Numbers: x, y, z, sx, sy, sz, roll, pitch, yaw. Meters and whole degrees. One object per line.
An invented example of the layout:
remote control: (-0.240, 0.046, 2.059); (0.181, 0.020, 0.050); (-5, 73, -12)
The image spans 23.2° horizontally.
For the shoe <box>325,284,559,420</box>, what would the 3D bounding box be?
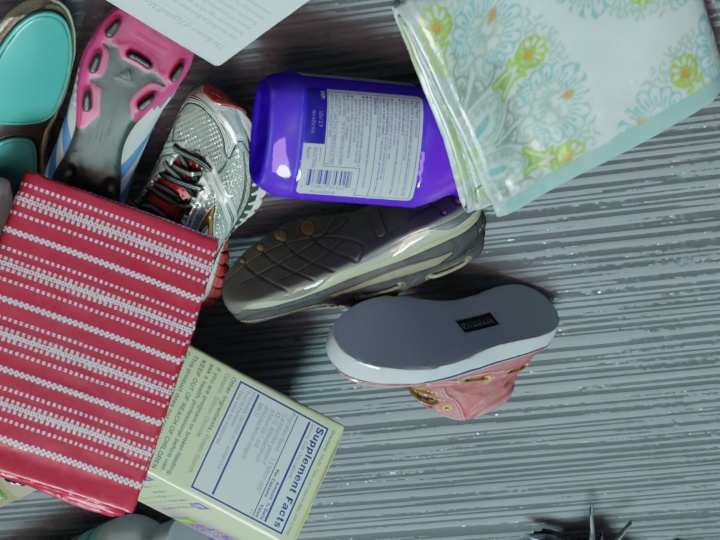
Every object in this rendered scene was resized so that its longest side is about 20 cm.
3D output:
shoe: (0.050, 0.069, 1.260); (0.199, 0.072, 0.091); (-9, 140, -37)

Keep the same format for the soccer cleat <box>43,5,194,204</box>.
soccer cleat: (-0.172, -0.114, 1.206); (0.069, 0.086, 0.201); (23, 102, -17)

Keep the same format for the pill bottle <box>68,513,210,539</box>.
pill bottle: (-0.215, 0.272, 1.457); (0.199, 0.111, 0.111); (-27, 119, 22)

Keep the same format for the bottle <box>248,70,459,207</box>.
bottle: (0.026, -0.085, 1.179); (0.198, 0.065, 0.084); (3, 102, -16)

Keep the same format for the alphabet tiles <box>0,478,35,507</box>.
alphabet tiles: (-0.349, 0.122, 1.401); (0.166, 0.008, 0.201); (-25, 119, 23)

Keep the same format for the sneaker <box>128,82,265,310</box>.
sneaker: (-0.123, -0.038, 1.224); (0.078, 0.082, 0.201); (36, 128, 24)

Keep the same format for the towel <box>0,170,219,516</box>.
towel: (-0.190, 0.051, 1.170); (0.143, 0.022, 0.202); (19, 85, -14)

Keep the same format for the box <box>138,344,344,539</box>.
box: (-0.140, 0.118, 1.293); (0.199, 0.097, 0.176); (30, 163, -13)

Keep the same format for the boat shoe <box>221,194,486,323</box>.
boat shoe: (0.000, 0.000, 1.246); (0.198, 0.075, 0.074); (-20, 130, 7)

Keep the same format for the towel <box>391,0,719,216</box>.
towel: (0.129, -0.145, 1.116); (0.199, 0.048, 0.172); (-29, 124, -7)

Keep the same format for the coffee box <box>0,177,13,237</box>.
coffee box: (-0.348, -0.024, 1.214); (0.198, 0.114, 0.080); (16, 130, 26)

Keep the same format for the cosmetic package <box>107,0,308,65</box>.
cosmetic package: (-0.085, -0.250, 1.014); (0.199, 0.124, 0.199); (-31, 146, 24)

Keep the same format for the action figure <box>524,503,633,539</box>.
action figure: (0.172, 0.289, 1.432); (0.118, 0.102, 0.201); (15, 129, -1)

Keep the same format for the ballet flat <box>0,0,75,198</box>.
ballet flat: (-0.244, -0.112, 1.212); (0.067, 0.063, 0.201); (-1, 129, -28)
